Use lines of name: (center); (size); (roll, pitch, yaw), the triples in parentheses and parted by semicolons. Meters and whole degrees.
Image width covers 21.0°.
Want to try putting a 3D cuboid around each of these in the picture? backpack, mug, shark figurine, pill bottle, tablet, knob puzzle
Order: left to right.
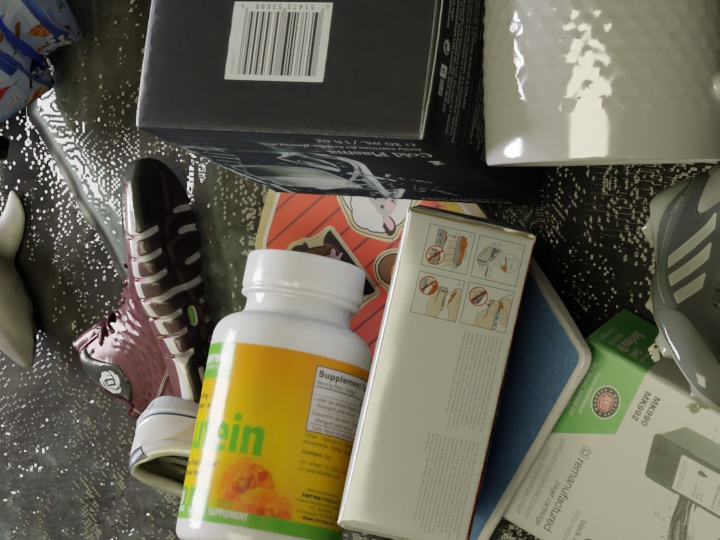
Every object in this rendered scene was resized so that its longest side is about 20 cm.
shark figurine: (-0.346, -0.011, 1.507); (0.214, 0.089, 0.128); (18, 107, 20)
backpack: (-0.301, -0.195, 1.386); (0.154, 0.190, 0.200); (-38, 83, 11)
pill bottle: (-0.053, 0.092, 1.309); (0.111, 0.111, 0.201); (5, 79, 25)
knob puzzle: (0.000, 0.000, 1.369); (0.219, 0.030, 0.220); (6, 104, 25)
tablet: (0.087, 0.096, 1.301); (0.200, 0.014, 0.130); (-63, 32, 27)
mug: (0.167, -0.151, 1.134); (0.200, 0.148, 0.176); (0, 92, 33)

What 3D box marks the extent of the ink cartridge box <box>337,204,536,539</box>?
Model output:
ink cartridge box: (0.051, 0.062, 1.247); (0.084, 0.176, 0.201); (13, 94, 2)

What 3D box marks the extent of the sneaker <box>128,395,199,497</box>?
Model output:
sneaker: (-0.071, 0.155, 1.389); (0.199, 0.071, 0.073); (15, 134, 4)

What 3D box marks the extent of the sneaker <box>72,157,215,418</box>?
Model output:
sneaker: (-0.173, 0.022, 1.436); (0.115, 0.076, 0.201); (-9, 97, 30)

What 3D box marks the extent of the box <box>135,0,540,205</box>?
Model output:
box: (-0.005, -0.122, 1.238); (0.200, 0.197, 0.124); (4, 83, 26)

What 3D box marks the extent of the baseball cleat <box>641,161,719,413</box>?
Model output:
baseball cleat: (0.223, -0.005, 1.175); (0.106, 0.200, 0.070); (-36, 122, 25)

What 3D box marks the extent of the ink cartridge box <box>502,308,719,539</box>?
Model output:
ink cartridge box: (0.216, 0.141, 1.262); (0.200, 0.084, 0.146); (29, 112, 17)
